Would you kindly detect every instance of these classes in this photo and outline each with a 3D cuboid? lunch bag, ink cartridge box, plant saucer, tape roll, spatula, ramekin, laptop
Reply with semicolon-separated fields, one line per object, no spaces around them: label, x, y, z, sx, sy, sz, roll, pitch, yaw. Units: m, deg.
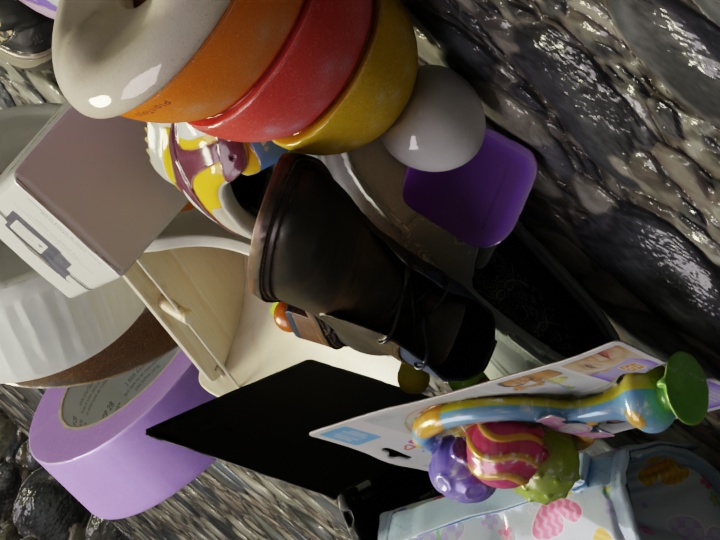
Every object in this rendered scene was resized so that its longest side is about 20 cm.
lunch bag;0.131;0.170;1.475;0.169;0.128;0.200;-22;130;34
ink cartridge box;-0.134;-0.068;1.525;0.084;0.145;0.200;42;168;-8
plant saucer;-0.197;0.010;1.910;0.200;0.200;0.035;29;142;44
tape roll;-0.145;0.082;1.947;0.066;0.200;0.200;46;167;-22
spatula;0.009;-0.077;1.325;0.020;0.057;0.200;0;-151;-44
ramekin;-0.232;-0.015;1.836;0.200;0.200;0.098;29;148;42
laptop;0.004;0.146;1.572;0.116;0.187;0.201;-23;89;32

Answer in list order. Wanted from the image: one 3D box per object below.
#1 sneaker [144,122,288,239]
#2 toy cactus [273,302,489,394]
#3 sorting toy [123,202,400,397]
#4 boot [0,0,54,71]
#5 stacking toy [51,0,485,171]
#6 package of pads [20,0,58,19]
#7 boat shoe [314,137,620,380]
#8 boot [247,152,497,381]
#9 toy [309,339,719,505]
sneaker;-0.065;-0.099;1.322;0.090;0.075;0.200;40;156;33
toy cactus;0.000;0.000;1.521;0.200;0.102;0.165;38;180;-26
sorting toy;-0.052;0.011;1.687;0.180;0.107;0.200;23;160;36
boot;-0.265;-0.206;1.616;0.200;0.073;0.151;33;167;16
stacking toy;-0.026;-0.099;1.213;0.200;0.147;0.146;29;175;-31
package of pads;-0.172;-0.192;1.380;0.200;0.076;0.121;31;165;38
boat shoe;0.058;-0.012;1.358;0.201;0.070;0.071;46;145;-7
boot;0.009;0.000;1.267;0.097;0.075;0.200;18;170;14
toy;0.085;0.087;1.340;0.199;0.047;0.115;-22;150;38
